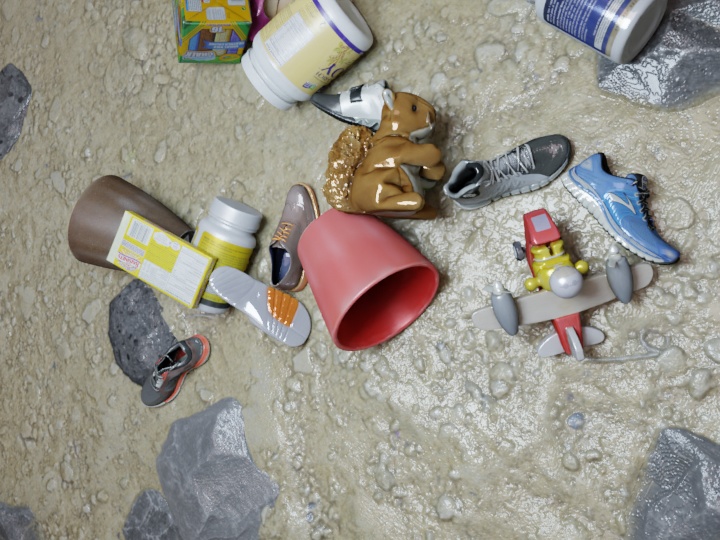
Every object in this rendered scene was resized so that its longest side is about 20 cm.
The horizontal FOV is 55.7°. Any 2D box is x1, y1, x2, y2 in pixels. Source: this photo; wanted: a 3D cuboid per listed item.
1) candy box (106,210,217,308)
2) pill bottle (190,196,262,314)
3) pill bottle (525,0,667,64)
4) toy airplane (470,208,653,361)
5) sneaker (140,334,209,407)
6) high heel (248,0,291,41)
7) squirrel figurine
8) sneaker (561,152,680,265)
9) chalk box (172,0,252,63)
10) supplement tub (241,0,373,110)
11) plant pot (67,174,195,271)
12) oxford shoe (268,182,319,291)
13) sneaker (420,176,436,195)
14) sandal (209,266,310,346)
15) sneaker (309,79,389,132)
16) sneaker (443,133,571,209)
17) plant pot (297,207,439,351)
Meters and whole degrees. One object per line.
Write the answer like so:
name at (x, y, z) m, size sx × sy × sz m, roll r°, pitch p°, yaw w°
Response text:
candy box at (-0.362, -0.021, 1.236) m, size 0.200 × 0.026 × 0.102 m, roll 28°, pitch 102°, yaw 15°
pill bottle at (-0.265, -0.030, 1.277) m, size 0.114 × 0.114 × 0.200 m, roll 30°, pitch 101°, yaw 26°
pill bottle at (0.325, -0.393, 0.985) m, size 0.200 × 0.111 × 0.111 m, roll 40°, pitch 105°, yaw 23°
toy airplane at (0.283, 0.033, 0.965) m, size 0.199 × 0.141 × 0.200 m, roll 30°, pitch 88°, yaw 8°
sneaker at (-0.387, 0.196, 1.347) m, size 0.200 × 0.082 × 0.077 m, roll -47°, pitch 68°, yaw 18°
high heel at (-0.140, -0.509, 1.260) m, size 0.096 × 0.067 × 0.200 m, roll 33°, pitch 99°, yaw 36°
squirrel figurine at (0.031, -0.178, 1.042) m, size 0.200 × 0.141 × 0.187 m, roll 3°, pitch 89°, yaw 22°
sneaker at (0.378, -0.090, 0.959) m, size 0.089 × 0.079 × 0.200 m, roll -46°, pitch 68°, yaw 21°
chalk box at (-0.286, -0.471, 1.285) m, size 0.200 × 0.124 × 0.125 m, roll 149°, pitch 114°, yaw -68°
supplement tub at (-0.095, -0.390, 1.189) m, size 0.200 × 0.145 × 0.146 m, roll -36°, pitch 72°, yaw 22°
plant pot at (-0.433, -0.069, 1.346) m, size 0.200 × 0.187 × 0.187 m, roll 21°, pitch 97°, yaw 14°
oxford shoe at (-0.123, -0.062, 1.226) m, size 0.071 × 0.073 × 0.200 m, roll 3°, pitch 88°, yaw 29°
sneaker at (0.033, -0.163, 1.154) m, size 0.200 × 0.077 × 0.089 m, roll 33°, pitch 111°, yaw 28°
sandal at (-0.181, 0.062, 1.243) m, size 0.207 × 0.059 × 0.079 m, roll 35°, pitch 72°, yaw -3°
sneaker at (0.010, -0.289, 1.172) m, size 0.200 × 0.074 × 0.089 m, roll 20°, pitch 97°, yaw 18°
sneaker at (0.215, -0.150, 1.027) m, size 0.200 × 0.115 × 0.075 m, roll -27°, pitch 75°, yaw 24°
plant pot at (0.000, 0.000, 1.104) m, size 0.200 × 0.200 × 0.177 m, roll -46°, pitch 58°, yaw 18°
